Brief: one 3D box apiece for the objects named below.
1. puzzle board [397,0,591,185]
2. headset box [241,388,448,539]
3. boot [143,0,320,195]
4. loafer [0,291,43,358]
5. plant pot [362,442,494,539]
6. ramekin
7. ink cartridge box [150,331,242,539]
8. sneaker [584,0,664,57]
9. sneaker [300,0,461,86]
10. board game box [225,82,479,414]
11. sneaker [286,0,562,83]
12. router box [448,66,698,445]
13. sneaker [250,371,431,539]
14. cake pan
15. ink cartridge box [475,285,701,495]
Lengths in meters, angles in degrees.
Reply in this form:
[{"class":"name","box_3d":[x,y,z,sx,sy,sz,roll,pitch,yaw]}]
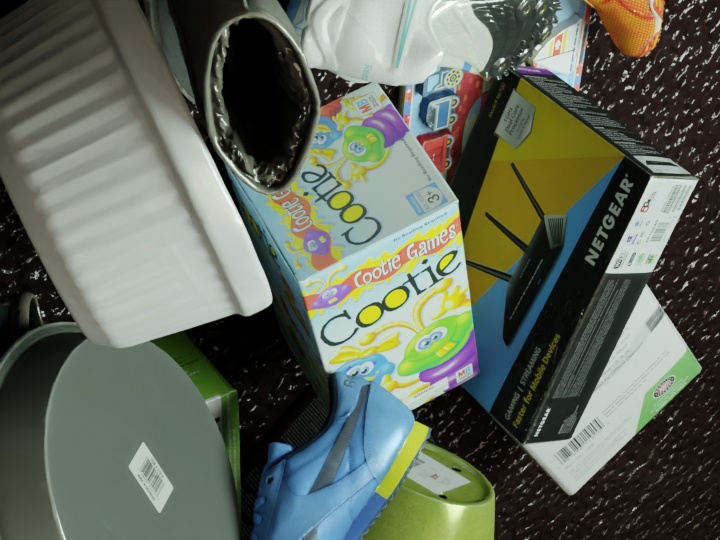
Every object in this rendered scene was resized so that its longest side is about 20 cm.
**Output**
[{"class":"puzzle board","box_3d":[0.088,-0.093,1.146,0.151,0.017,0.200,-19,134,-27]},{"class":"headset box","box_3d":[-0.030,0.188,1.235,0.200,0.077,0.149,-49,140,2]},{"class":"boot","box_3d":[-0.061,-0.105,0.866,0.072,0.200,0.182,-25,135,-7]},{"class":"loafer","box_3d":[-0.173,0.104,0.955,0.063,0.200,0.072,-28,169,-2]},{"class":"plant pot","box_3d":[0.007,0.214,1.104,0.187,0.187,0.200,6,111,-42]},{"class":"ramekin","box_3d":[-0.127,-0.053,0.871,0.094,0.202,0.203,-25,137,-4]},{"class":"ink cartridge box","box_3d":[-0.179,0.143,1.072,0.200,0.076,0.148,-22,135,-26]},{"class":"sneaker","box_3d":[0.137,-0.207,1.067,0.077,0.073,0.200,-28,133,5]},{"class":"sneaker","box_3d":[0.033,-0.185,0.928,0.070,0.080,0.201,99,11,-72]},{"class":"board game box","box_3d":[0.000,0.000,1.044,0.103,0.105,0.200,-27,149,-8]},{"class":"sneaker","box_3d":[0.043,-0.154,1.019,0.200,0.073,0.072,-9,138,-43]},{"class":"router box","box_3d":[0.113,-0.011,1.109,0.051,0.149,0.200,0,122,-41]},{"class":"sneaker","box_3d":[-0.041,0.152,1.002,0.200,0.078,0.066,-57,-176,-9]},{"class":"cake pan","box_3d":[-0.129,0.120,0.934,0.037,0.201,0.200,-19,147,26]},{"class":"ink cartridge box","box_3d":[0.152,0.061,1.268,0.146,0.084,0.200,-43,142,-1]}]
